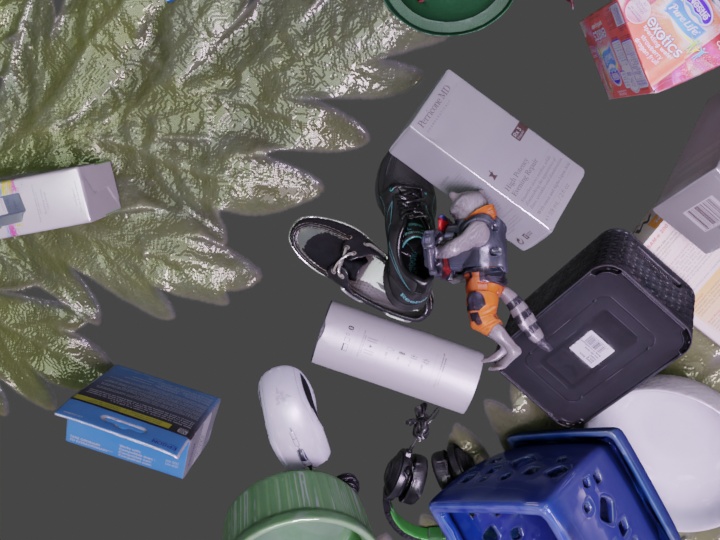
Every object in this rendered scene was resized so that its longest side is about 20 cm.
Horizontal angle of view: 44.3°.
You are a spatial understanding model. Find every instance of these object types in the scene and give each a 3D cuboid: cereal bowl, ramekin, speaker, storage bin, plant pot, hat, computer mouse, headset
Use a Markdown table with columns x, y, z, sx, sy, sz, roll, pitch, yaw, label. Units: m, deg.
| x | y | z | sx | sy | sz | roll | pitch | yaw | label |
| --- | --- | --- | --- | --- | --- | --- | --- | --- | --- |
| 0.369 | 0.205 | 1.051 | 0.200 | 0.083 | 0.201 | 14 | 121 | 24 | cereal bowl |
| -0.076 | 0.339 | 1.077 | 0.199 | 0.098 | 0.201 | -5 | 121 | -8 | ramekin |
| 0.046 | 0.105 | 1.073 | 0.199 | 0.081 | 0.081 | 18 | 99 | 0 | speaker |
| 0.265 | 0.068 | 1.008 | 0.135 | 0.094 | 0.200 | 41 | 126 | -3 | storage bin |
| 0.233 | 0.289 | 1.009 | 0.180 | 0.200 | 0.200 | -36 | 100 | -35 | plant pot |
| 0.111 | -0.345 | 0.949 | 0.199 | 0.176 | 0.166 | -4 | 99 | 4 | hat |
| -0.079 | 0.219 | 1.116 | 0.109 | 0.044 | 0.201 | -19 | 97 | 7 | computer mouse |
| 0.085 | 0.257 | 1.087 | 0.123 | 0.094 | 0.201 | -5 | 110 | 4 | headset |

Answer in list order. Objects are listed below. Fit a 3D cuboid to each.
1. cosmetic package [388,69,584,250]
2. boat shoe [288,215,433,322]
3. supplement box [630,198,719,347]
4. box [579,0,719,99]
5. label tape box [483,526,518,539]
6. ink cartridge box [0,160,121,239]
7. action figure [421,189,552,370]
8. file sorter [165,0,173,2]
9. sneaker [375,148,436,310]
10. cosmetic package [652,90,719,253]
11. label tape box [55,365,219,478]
| x | y | z | sx | sy | sz | roll | pitch | yaw | label |
| --- | --- | --- | --- | --- | --- | --- | --- | --- | --- |
| 0.145 | -0.126 | 1.017 | 0.200 | 0.074 | 0.102 | 35 | 64 | -4 | cosmetic package |
| 0.000 | 0.000 | 1.069 | 0.200 | 0.060 | 0.074 | 35 | 100 | -2 | boat shoe |
| 0.414 | 0.004 | 1.038 | 0.200 | 0.074 | 0.126 | 38 | 100 | -3 | supplement box |
| 0.311 | -0.248 | 0.942 | 0.094 | 0.200 | 0.103 | -22 | 96 | 7 | box |
| 0.186 | 0.414 | 1.121 | 0.143 | 0.066 | 0.200 | 29 | 101 | -2 | label tape box |
| -0.403 | -0.078 | 1.052 | 0.199 | 0.117 | 0.068 | -10 | 101 | 5 | ink cartridge box |
| 0.139 | 0.004 | 0.974 | 0.104 | 0.200 | 0.194 | -14 | 88 | 17 | action figure |
| -0.179 | -0.418 | 0.985 | 0.200 | 0.123 | 0.139 | -29 | 97 | 7 | file sorter |
| 0.062 | -0.057 | 1.024 | 0.075 | 0.079 | 0.201 | -2 | 75 | -10 | sneaker |
| 0.409 | -0.128 | 0.956 | 0.090 | 0.107 | 0.200 | 39 | 62 | -2 | cosmetic package |
| -0.259 | 0.183 | 1.035 | 0.143 | 0.200 | 0.066 | 18 | 100 | 1 | label tape box |
